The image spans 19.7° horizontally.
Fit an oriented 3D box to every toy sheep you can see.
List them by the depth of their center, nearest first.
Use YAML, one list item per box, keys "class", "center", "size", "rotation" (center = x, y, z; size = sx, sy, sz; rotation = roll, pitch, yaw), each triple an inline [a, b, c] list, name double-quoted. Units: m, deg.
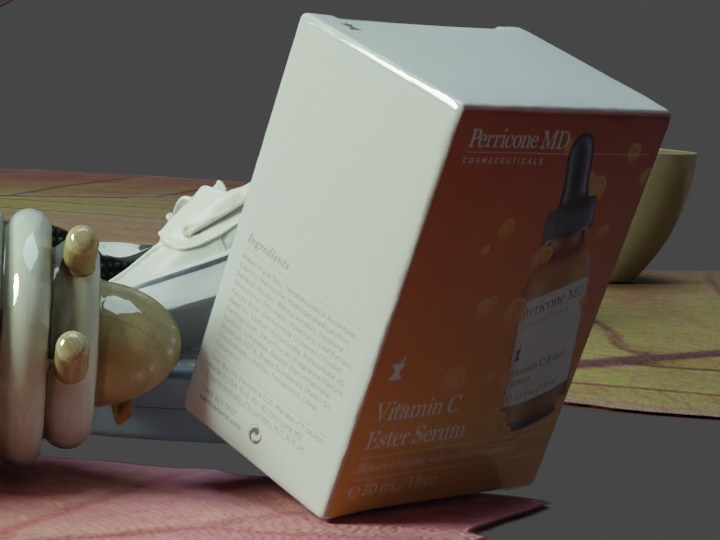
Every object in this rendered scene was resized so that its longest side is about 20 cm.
- class: "toy sheep"
  center: [-0.181, 0.029, 0.941]
  size: [0.199, 0.139, 0.138]
  rotation: [6, 5, -7]

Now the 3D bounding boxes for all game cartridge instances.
- class: "game cartridge"
  center: [-0.089, 0.065, 1.123]
  size: [0.199, 0.042, 0.133]
  rotation: [3, 10, -7]

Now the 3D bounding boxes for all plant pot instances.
- class: "plant pot"
  center: [0.237, -0.060, 2.103]
  size: [0.199, 0.135, 0.200]
  rotation: [4, 5, 0]

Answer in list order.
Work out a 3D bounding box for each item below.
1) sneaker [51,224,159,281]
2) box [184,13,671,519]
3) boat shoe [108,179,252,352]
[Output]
- class: "sneaker"
  center: [-0.156, 0.017, 1.112]
  size: [0.080, 0.074, 0.199]
  rotation: [-6, -8, 41]
- class: "box"
  center: [0.030, -0.004, 0.954]
  size: [0.152, 0.201, 0.106]
  rotation: [-3, 29, -45]
- class: "boat shoe"
  center: [-0.066, -0.014, 1.048]
  size: [0.199, 0.066, 0.072]
  rotation: [-26, -20, 8]
